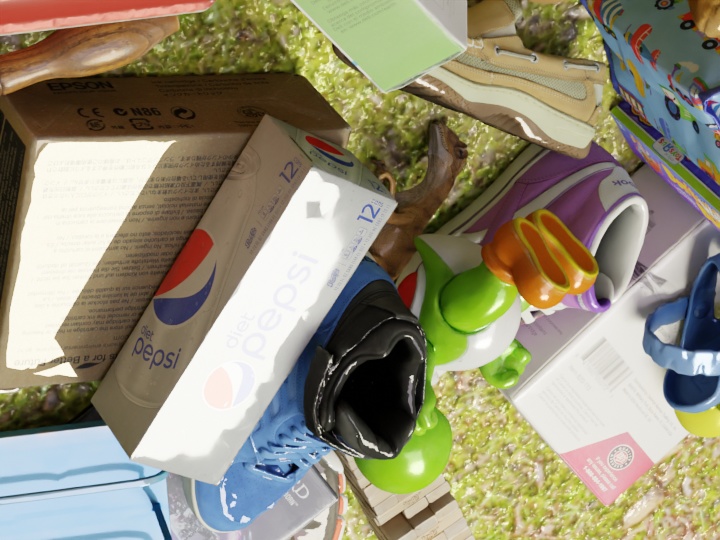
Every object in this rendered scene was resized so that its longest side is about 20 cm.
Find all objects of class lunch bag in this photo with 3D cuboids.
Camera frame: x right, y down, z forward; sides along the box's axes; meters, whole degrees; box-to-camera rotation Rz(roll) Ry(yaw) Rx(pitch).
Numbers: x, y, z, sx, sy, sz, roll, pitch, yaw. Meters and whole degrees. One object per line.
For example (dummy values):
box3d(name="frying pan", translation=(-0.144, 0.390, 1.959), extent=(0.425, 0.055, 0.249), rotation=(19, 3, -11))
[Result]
box3d(name="lunch bag", translation=(0.260, -0.157, 1.504), extent=(0.199, 0.151, 0.094), rotation=(-33, 131, -7))

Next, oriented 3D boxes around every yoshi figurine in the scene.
box3d(name="yoshi figurine", translation=(0.056, 0.060, 1.481), extent=(0.112, 0.112, 0.200), rotation=(36, 116, -29))

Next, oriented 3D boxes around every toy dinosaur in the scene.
box3d(name="toy dinosaur", translation=(0.000, 0.000, 1.519), extent=(0.106, 0.060, 0.201), rotation=(22, 108, -40))

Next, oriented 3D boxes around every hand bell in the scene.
box3d(name="hand bell", translation=(-0.190, -0.104, 1.308), extent=(0.199, 0.104, 0.105), rotation=(-22, 129, -17))

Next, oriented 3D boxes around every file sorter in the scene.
box3d(name="file sorter", translation=(-0.172, 0.203, 1.452), extent=(0.138, 0.123, 0.201), rotation=(-6, 102, -9))

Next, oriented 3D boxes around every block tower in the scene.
box3d(name="block tower", translation=(0.025, 0.143, 1.626), extent=(0.054, 0.058, 0.200), rotation=(-34, 137, -9))

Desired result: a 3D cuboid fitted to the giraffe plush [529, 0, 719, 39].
box3d(name="giraffe plush", translation=(0.134, -0.212, 1.397), extent=(0.161, 0.200, 0.173), rotation=(-11, 122, -2))

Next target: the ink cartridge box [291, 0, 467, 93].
box3d(name="ink cartridge box", translation=(-0.022, -0.199, 1.328), extent=(0.059, 0.104, 0.200), rotation=(-25, 132, 28))

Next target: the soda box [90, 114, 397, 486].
box3d(name="soda box", translation=(-0.067, 0.018, 1.389), extent=(0.068, 0.063, 0.201), rotation=(20, 109, -39))

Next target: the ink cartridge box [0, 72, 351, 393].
box3d(name="ink cartridge box", translation=(-0.120, -0.024, 1.422), extent=(0.199, 0.075, 0.166), rotation=(-3, 123, -30))

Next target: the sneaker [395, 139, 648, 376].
box3d(name="sneaker", translation=(0.096, 0.011, 1.548), extent=(0.073, 0.114, 0.201), rotation=(31, 103, -42))

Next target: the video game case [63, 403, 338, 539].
box3d(name="video game case", translation=(-0.134, 0.147, 1.523), extent=(0.200, 0.019, 0.143), rotation=(-38, 103, -3))

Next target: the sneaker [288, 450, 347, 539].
box3d(name="sneaker", translation=(-0.071, 0.193, 1.576), extent=(0.082, 0.077, 0.201), rotation=(-35, 150, -64))

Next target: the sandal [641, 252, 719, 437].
box3d(name="sandal", translation=(0.248, 0.012, 1.552), extent=(0.087, 0.080, 0.200), rotation=(30, 100, -37))

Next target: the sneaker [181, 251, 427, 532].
box3d(name="sneaker", translation=(-0.030, 0.090, 1.432), extent=(0.076, 0.111, 0.201), rotation=(16, 113, -39))

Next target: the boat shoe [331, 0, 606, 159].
box3d(name="boat shoe", translation=(0.068, -0.130, 1.475), extent=(0.199, 0.072, 0.077), rotation=(18, 94, -42))

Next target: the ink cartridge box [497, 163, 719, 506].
box3d(name="ink cartridge box", translation=(0.186, 0.035, 1.635), extent=(0.200, 0.083, 0.147), rotation=(-42, 131, 1))

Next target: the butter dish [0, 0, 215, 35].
box3d(name="butter dish", translation=(-0.160, -0.198, 1.234), extent=(0.198, 0.200, 0.149), rotation=(-9, 101, -25))

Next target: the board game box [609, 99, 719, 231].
box3d(name="board game box", translation=(0.262, -0.080, 1.524), extent=(0.134, 0.200, 0.045), rotation=(-39, 131, -1))
